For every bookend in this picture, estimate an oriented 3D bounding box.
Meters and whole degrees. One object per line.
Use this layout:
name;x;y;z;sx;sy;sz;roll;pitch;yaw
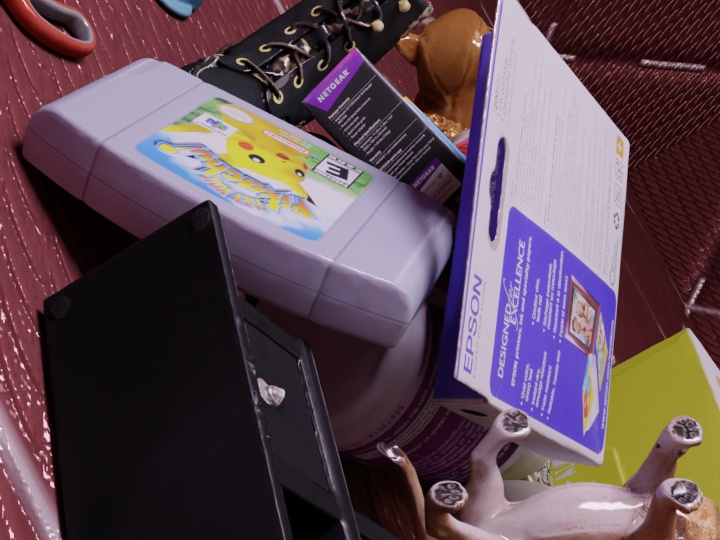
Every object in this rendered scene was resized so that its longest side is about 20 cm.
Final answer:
bookend;-0.028;0.112;0.564;0.200;0.092;0.200;43;23;-48

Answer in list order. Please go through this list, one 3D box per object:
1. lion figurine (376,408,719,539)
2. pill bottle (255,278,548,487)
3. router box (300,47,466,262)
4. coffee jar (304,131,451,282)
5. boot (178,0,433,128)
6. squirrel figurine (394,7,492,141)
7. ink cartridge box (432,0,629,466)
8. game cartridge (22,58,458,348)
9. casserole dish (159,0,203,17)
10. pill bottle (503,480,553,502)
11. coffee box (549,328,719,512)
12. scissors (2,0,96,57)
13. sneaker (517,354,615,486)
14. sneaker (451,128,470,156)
lion figurine;0.100;0.129;0.651;0.123;0.198;0.073;98;-1;-46
pill bottle;0.036;0.063;0.762;0.199;0.112;0.113;26;36;-48
router box;0.043;-0.062;0.859;0.149;0.051;0.200;46;6;3
coffee jar;0.000;0.000;0.848;0.200;0.085;0.105;41;23;-49
boot;-0.037;-0.141;0.839;0.074;0.153;0.204;51;15;0
squirrel figurine;0.077;-0.113;1.115;0.188;0.140;0.201;87;23;-45
ink cartridge box;0.085;-0.016;0.693;0.200;0.043;0.200;34;60;-56
game cartridge;-0.053;-0.037;0.642;0.199;0.041;0.133;27;29;5
casserole dish;-0.154;-0.271;0.925;0.201;0.039;0.121;63;16;10
pill bottle;0.089;0.213;0.710;0.114;0.114;0.201;53;19;-24
coffee box;0.201;0.205;0.906;0.198;0.199;0.201;49;20;-31
scissors;-0.194;-0.158;0.655;0.074;0.014;0.200;67;16;15
sneaker;0.127;0.074;0.899;0.201;0.088;0.077;-87;152;-45
sneaker;0.109;-0.054;1.033;0.081;0.089;0.201;27;-22;23
